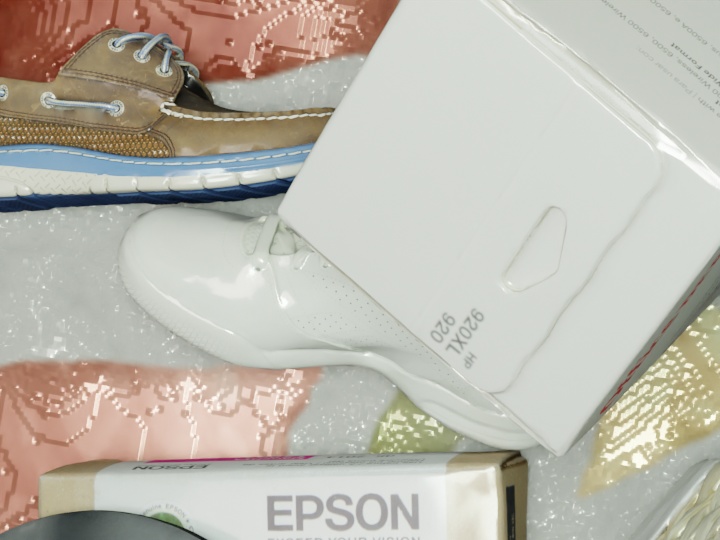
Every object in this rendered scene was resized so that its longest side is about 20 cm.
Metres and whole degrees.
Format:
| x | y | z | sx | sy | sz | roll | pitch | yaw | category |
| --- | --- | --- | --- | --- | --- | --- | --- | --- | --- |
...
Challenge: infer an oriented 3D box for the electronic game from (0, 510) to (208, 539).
| x | y | z | sx | sy | sz | roll | pitch | yaw | category |
| --- | --- | --- | --- | --- | --- | --- | --- | --- | --- |
| -0.107 | 0.196 | 1.096 | 0.199 | 0.042 | 0.201 | -3 | 82 | 18 | electronic game |

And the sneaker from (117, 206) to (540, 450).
| x | y | z | sx | sy | sz | roll | pitch | yaw | category |
| --- | --- | --- | --- | --- | --- | --- | --- | --- | --- |
| 0.000 | 0.000 | 1.126 | 0.199 | 0.075 | 0.089 | 18 | 135 | 3 | sneaker |

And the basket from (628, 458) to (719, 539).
| x | y | z | sx | sy | sz | roll | pitch | yaw | category |
| --- | --- | --- | --- | --- | --- | --- | --- | --- | --- |
| 0.141 | 0.182 | 1.044 | 0.135 | 0.123 | 0.200 | 40 | 75 | -5 | basket |

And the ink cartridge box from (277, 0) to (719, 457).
| x | y | z | sx | sy | sz | roll | pitch | yaw | category |
| --- | --- | --- | --- | --- | --- | --- | --- | --- | --- |
| 0.097 | -0.062 | 1.038 | 0.145 | 0.200 | 0.147 | 39 | 131 | 9 | ink cartridge box |

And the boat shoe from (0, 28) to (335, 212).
| x | y | z | sx | sy | sz | roll | pitch | yaw | category |
| --- | --- | --- | --- | --- | --- | --- | --- | --- | --- |
| -0.101 | -0.065 | 1.162 | 0.199 | 0.072 | 0.073 | -2 | 87 | 11 | boat shoe |

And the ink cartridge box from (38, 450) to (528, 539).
| x | y | z | sx | sy | sz | roll | pitch | yaw | category |
| --- | --- | --- | --- | --- | --- | --- | --- | --- | --- |
| -0.030 | 0.160 | 1.141 | 0.199 | 0.075 | 0.165 | -3 | 89 | 12 | ink cartridge box |
